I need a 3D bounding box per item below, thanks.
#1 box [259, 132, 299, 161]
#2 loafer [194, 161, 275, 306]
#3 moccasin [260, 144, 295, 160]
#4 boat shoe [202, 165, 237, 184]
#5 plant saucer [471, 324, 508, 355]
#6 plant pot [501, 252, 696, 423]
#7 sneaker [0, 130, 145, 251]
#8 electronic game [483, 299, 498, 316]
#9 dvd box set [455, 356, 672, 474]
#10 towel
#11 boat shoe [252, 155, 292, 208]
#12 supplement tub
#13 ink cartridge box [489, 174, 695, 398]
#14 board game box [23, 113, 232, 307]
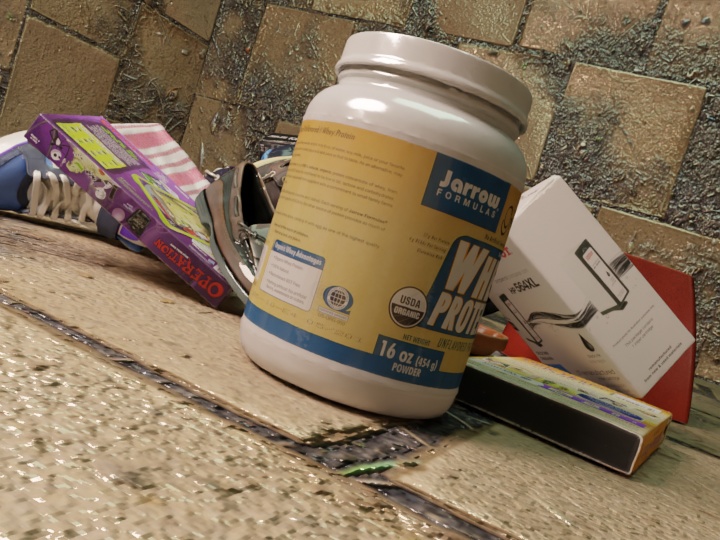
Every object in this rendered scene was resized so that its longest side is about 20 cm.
[{"bbox_3d":[-0.041,-0.079,0.962,0.198,0.195,0.048,8,26,14],"label":"box"},{"bbox_3d":[-0.087,-0.029,0.588,0.072,0.063,0.200,33,14,-44],"label":"loafer"},{"bbox_3d":[-0.061,-0.065,0.892,0.068,0.202,0.080,-24,11,-17],"label":"moccasin"},{"bbox_3d":[-0.186,-0.091,0.832,0.198,0.094,0.075,22,22,2],"label":"boat shoe"},{"bbox_3d":[0.086,0.066,0.880,0.198,0.033,0.200,18,3,-1],"label":"plant saucer"},{"bbox_3d":[0.323,0.066,0.927,0.198,0.178,0.200,18,3,-8],"label":"plant pot"},{"bbox_3d":[-0.282,-0.074,0.725,0.146,0.081,0.199,40,31,16],"label":"sneaker"},{"bbox_3d":[0.160,0.031,1.025,0.198,0.042,0.200,-10,-22,-4],"label":"electronic game"},{"bbox_3d":[0.162,0.106,0.559,0.145,0.030,0.199,20,4,29],"label":"dvd box set"},{"bbox_3d":[-0.190,-0.080,0.723,0.200,0.030,0.146,49,21,3],"label":"towel"},{"bbox_3d":[-0.063,-0.088,0.728,0.199,0.074,0.064,-35,27,-33],"label":"boat shoe"},{"bbox_3d":[0.018,-0.026,0.438,0.143,0.202,0.145,18,3,-1],"label":"supplement tub"},{"bbox_3d":[0.201,0.022,0.695,0.200,0.084,0.146,49,-14,0],"label":"ink cartridge box"},{"bbox_3d":[-0.177,-0.056,0.604,0.200,0.032,0.120,43,14,-5],"label":"board game box"}]
